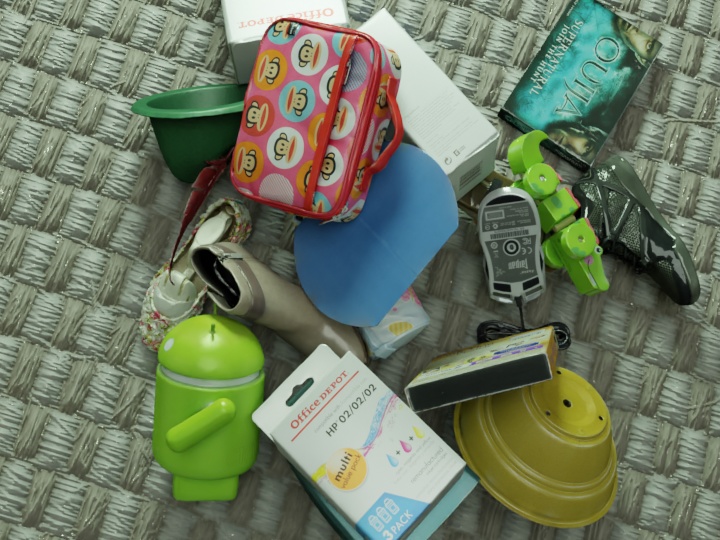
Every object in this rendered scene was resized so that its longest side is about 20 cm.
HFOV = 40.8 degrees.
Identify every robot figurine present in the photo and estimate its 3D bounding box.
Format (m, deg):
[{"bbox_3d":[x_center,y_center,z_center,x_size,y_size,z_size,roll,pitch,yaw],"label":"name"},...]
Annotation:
[{"bbox_3d":[-0.160,0.139,1.024,0.114,0.176,0.204,3,104,-10],"label":"robot figurine"}]

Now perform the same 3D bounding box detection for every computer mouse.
[{"bbox_3d":[0.179,-0.001,1.106,0.108,0.044,0.203,-6,108,10],"label":"computer mouse"}]

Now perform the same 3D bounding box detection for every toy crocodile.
[{"bbox_3d":[0.226,-0.064,1.103,0.061,0.068,0.202,-27,82,-19],"label":"toy crocodile"}]

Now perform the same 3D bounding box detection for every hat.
[{"bbox_3d":[-0.181,-0.113,1.132,0.198,0.165,0.179,-19,114,-34],"label":"hat"}]

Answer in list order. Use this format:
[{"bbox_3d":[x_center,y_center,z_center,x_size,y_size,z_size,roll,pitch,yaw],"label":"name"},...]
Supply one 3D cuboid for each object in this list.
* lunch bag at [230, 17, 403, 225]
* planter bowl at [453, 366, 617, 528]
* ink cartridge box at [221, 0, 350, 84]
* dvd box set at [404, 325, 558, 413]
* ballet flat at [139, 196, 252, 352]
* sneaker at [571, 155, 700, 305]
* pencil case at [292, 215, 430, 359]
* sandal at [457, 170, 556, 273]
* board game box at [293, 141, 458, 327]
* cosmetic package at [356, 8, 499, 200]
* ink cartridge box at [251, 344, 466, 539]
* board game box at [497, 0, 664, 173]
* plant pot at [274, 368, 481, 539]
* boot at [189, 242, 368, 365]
[{"bbox_3d":[-0.038,-0.154,1.024,0.174,0.082,0.203,18,96,25],"label":"lunch bag"},{"bbox_3d":[0.206,0.164,1.037,0.197,0.084,0.202,15,40,-13],"label":"planter bowl"},{"bbox_3d":[-0.096,-0.336,1.160,0.142,0.084,0.203,-9,65,-3],"label":"ink cartridge box"},{"bbox_3d":[0.133,0.101,1.017,0.144,0.200,0.030,-16,90,13],"label":"dvd box set"},{"bbox_3d":[-0.194,-0.003,1.103,0.075,0.064,0.202,27,76,7],"label":"ballet flat"},{"bbox_3d":[0.313,-0.029,1.152,0.113,0.076,0.201,-29,78,-9],"label":"sneaker"},{"bbox_3d":[0.000,0.000,1.105,0.083,0.090,0.202,-35,81,26],"label":"pencil case"},{"bbox_3d":[0.160,-0.073,1.156,0.199,0.054,0.081,36,72,-1],"label":"sandal"},{"bbox_3d":[0.019,-0.038,1.041,0.201,0.039,0.158,-50,58,8],"label":"board game box"},{"bbox_3d":[0.062,-0.180,1.090,0.081,0.113,0.201,-36,76,-6],"label":"cosmetic package"},{"bbox_3d":[-0.008,0.166,0.945,0.200,0.068,0.115,42,76,17],"label":"ink cartridge box"},{"bbox_3d":[0.279,-0.240,1.222,0.134,0.028,0.201,32,76,4],"label":"board game box"},{"bbox_3d":[0.003,0.207,1.034,0.141,0.142,0.200,-43,79,-13],"label":"plant pot"},{"bbox_3d":[-0.095,0.041,1.042,0.199,0.146,0.071,37,99,27],"label":"boot"}]
